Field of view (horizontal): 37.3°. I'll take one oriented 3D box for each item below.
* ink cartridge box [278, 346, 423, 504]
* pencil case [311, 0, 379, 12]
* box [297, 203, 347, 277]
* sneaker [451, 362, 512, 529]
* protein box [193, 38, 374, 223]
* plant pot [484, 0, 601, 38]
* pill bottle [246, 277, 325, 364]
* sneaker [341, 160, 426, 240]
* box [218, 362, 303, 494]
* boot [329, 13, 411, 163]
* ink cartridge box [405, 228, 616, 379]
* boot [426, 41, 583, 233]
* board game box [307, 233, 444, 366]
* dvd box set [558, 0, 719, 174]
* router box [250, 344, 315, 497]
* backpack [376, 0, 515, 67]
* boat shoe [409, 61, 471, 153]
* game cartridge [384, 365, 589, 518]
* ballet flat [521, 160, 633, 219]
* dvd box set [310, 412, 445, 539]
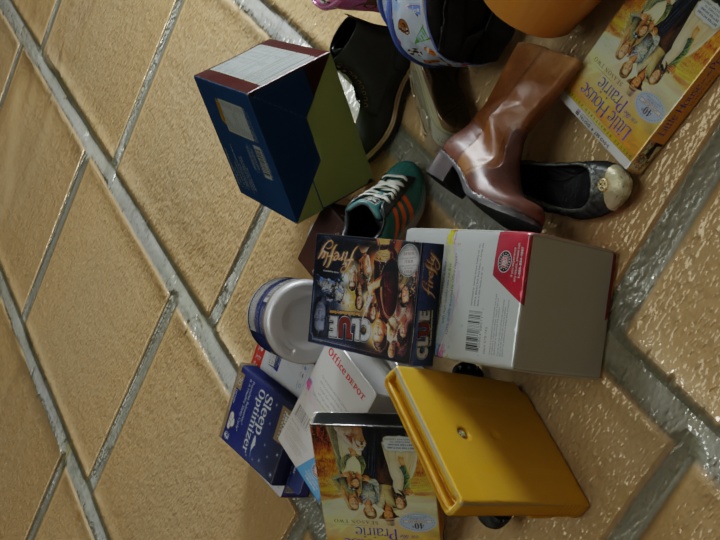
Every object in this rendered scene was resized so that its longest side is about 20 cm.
[{"bbox_3d":[0.007,0.182,1.369,0.129,0.125,0.200,50,121,44],"label":"ink cartridge box"},{"bbox_3d":[0.030,-0.376,1.411,0.083,0.199,0.087,-45,59,44],"label":"pencil case"},{"bbox_3d":[0.000,0.000,1.465,0.200,0.075,0.100,49,120,43],"label":"box"},{"bbox_3d":[0.128,0.215,1.263,0.091,0.066,0.201,-45,48,43],"label":"sneaker"},{"bbox_3d":[-0.110,-0.202,1.509,0.200,0.135,0.199,30,145,57],"label":"protein box"},{"bbox_3d":[0.224,-0.367,1.182,0.184,0.199,0.201,-62,39,45],"label":"plant pot"},{"bbox_3d":[-0.095,0.065,1.460,0.200,0.111,0.112,-176,95,-74],"label":"pill bottle"},{"bbox_3d":[0.029,-0.078,1.382,0.071,0.080,0.200,7,54,27],"label":"sneaker"},{"bbox_3d":[-0.133,0.225,1.536,0.200,0.032,0.122,27,103,50],"label":"box"},{"bbox_3d":[-0.005,-0.253,1.473,0.077,0.138,0.201,43,117,47],"label":"boot"},{"bbox_3d":[0.156,0.034,1.197,0.200,0.144,0.146,6,88,52],"label":"ink cartridge box"},{"bbox_3d":[0.191,-0.152,1.214,0.200,0.068,0.188,-52,36,2],"label":"boot"},{"bbox_3d":[0.013,0.030,1.234,0.200,0.034,0.136,6,92,53],"label":"board game box"},{"bbox_3d":[0.314,-0.226,1.148,0.200,0.029,0.147,-56,44,27],"label":"dvd box set"},{"bbox_3d":[-0.111,0.203,1.578,0.179,0.049,0.201,33,108,50],"label":"router box"},{"bbox_3d":[0.107,-0.347,1.320,0.154,0.199,0.191,1,90,54],"label":"backpack"},{"bbox_3d":[0.094,-0.245,1.402,0.065,0.072,0.201,127,140,-48],"label":"boat shoe"},{"bbox_3d":[0.136,0.186,1.145,0.032,0.199,0.177,-51,46,28],"label":"game cartridge"},{"bbox_3d":[0.223,-0.094,1.212,0.200,0.057,0.067,6,88,52],"label":"ballet flat"},{"bbox_3d":[0.023,0.262,1.273,0.146,0.029,0.201,0,115,14],"label":"dvd box set"}]
